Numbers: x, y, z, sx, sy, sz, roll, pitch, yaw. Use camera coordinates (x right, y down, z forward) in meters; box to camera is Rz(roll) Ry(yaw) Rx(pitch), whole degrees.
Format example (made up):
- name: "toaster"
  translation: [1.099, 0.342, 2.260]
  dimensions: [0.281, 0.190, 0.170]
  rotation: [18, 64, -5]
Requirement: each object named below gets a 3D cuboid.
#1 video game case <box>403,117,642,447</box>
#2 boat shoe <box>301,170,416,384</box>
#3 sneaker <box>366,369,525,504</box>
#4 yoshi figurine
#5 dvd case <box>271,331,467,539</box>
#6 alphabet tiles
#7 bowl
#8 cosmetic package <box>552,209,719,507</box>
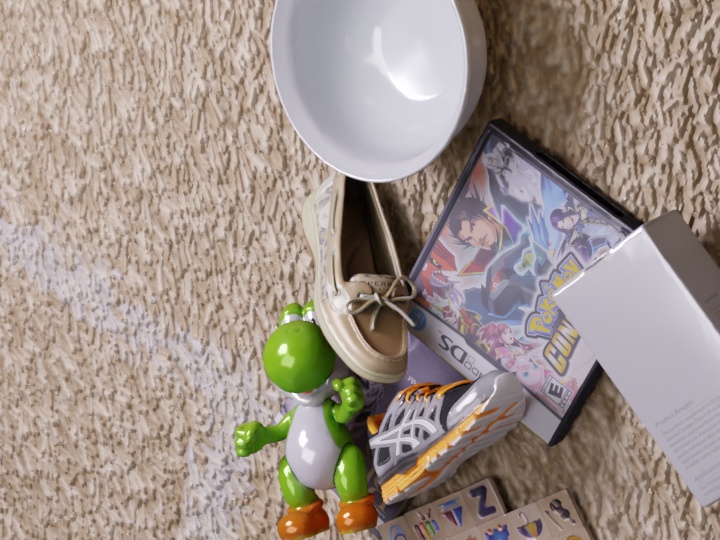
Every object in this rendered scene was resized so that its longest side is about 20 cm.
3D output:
- name: "video game case"
  translation: [0.132, 0.011, 1.711]
  dimensions: [0.181, 0.025, 0.201]
  rotation: [39, 121, 22]
- name: "boat shoe"
  translation: [0.000, 0.000, 1.754]
  dimensions: [0.063, 0.073, 0.201]
  rotation: [-52, 46, 42]
- name: "sneaker"
  translation: [0.061, 0.124, 1.745]
  dimensions: [0.200, 0.078, 0.078]
  rotation: [-42, 67, 48]
- name: "yoshi figurine"
  translation: [-0.044, 0.125, 1.798]
  dimensions: [0.112, 0.112, 0.201]
  rotation: [-17, 80, 64]
- name: "dvd case"
  translation: [0.014, 0.115, 1.848]
  dimensions: [0.149, 0.016, 0.200]
  rotation: [45, 125, 21]
- name: "alphabet tiles"
  translation: [0.121, 0.260, 1.798]
  dimensions: [0.200, 0.008, 0.168]
  rotation: [-28, 86, 37]
- name: "bowl"
  translation: [0.031, -0.177, 1.710]
  dimensions: [0.200, 0.090, 0.202]
  rotation: [11, 108, 37]
- name: "cosmetic package"
  translation: [0.246, 0.065, 1.596]
  dimensions: [0.102, 0.074, 0.201]
  rotation: [-37, 83, 32]
